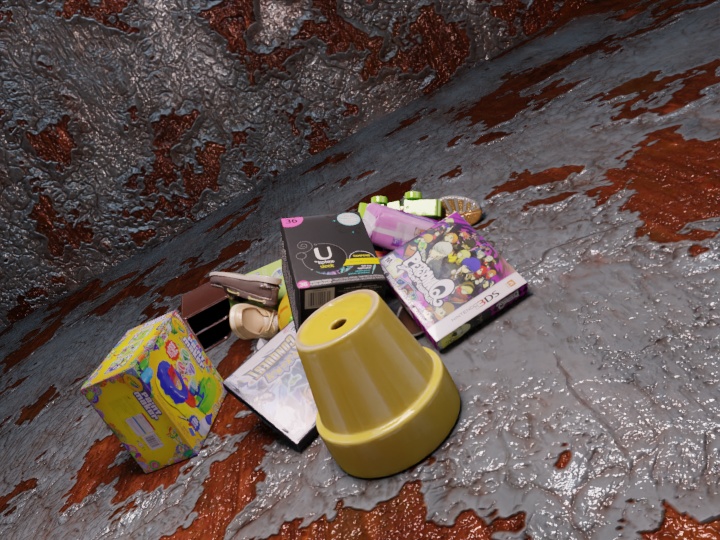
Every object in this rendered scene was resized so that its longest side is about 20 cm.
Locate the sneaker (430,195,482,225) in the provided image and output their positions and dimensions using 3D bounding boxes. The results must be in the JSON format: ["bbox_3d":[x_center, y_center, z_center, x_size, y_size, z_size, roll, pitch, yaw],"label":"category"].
[{"bbox_3d":[0.184,-0.129,1.415,0.198,0.077,0.087,-6,7,26],"label":"sneaker"}]

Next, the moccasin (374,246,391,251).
[{"bbox_3d":[0.071,-0.058,1.325,0.198,0.069,0.081,-11,-10,-7],"label":"moccasin"}]

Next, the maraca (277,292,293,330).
[{"bbox_3d":[-0.112,0.091,1.206,0.106,0.139,0.200,12,13,7],"label":"maraca"}]

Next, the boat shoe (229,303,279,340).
[{"bbox_3d":[-0.191,0.104,1.258,0.068,0.075,0.200,-9,-13,19],"label":"boat shoe"}]

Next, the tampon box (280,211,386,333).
[{"bbox_3d":[-0.053,0.008,1.081,0.148,0.127,0.201,-6,40,-13],"label":"tampon box"}]

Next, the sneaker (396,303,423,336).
[{"bbox_3d":[0.131,0.048,1.108,0.200,0.073,0.085,-46,-9,-21],"label":"sneaker"}]

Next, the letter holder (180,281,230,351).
[{"bbox_3d":[-0.368,0.101,1.577,0.141,0.101,0.200,-30,20,-7],"label":"letter holder"}]

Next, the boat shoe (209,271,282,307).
[{"bbox_3d":[-0.243,0.037,1.282,0.198,0.060,0.072,4,-3,36],"label":"boat shoe"}]

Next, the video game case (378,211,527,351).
[{"bbox_3d":[0.147,0.012,1.044,0.180,0.036,0.200,-31,52,-8],"label":"video game case"}]

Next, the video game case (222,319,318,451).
[{"bbox_3d":[-0.095,0.170,1.024,0.180,0.026,0.200,30,55,30],"label":"video game case"}]

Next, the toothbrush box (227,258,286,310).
[{"bbox_3d":[-0.174,0.041,1.380,0.198,0.087,0.145,-21,-16,20],"label":"toothbrush box"}]

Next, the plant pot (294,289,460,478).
[{"bbox_3d":[0.009,0.140,0.846,0.199,0.190,0.201,-26,21,11],"label":"plant pot"}]

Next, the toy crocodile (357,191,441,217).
[{"bbox_3d":[0.084,-0.132,1.382,0.198,0.068,0.062,-4,-9,19],"label":"toy crocodile"}]

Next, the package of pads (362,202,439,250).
[{"bbox_3d":[0.104,-0.072,1.232,0.198,0.076,0.121,14,14,-14],"label":"package of pads"}]

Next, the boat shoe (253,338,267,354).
[{"bbox_3d":[-0.172,0.180,1.167,0.069,0.073,0.199,-60,13,-2],"label":"boat shoe"}]

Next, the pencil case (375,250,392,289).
[{"bbox_3d":[0.000,0.000,1.273,0.198,0.089,0.089,1,32,26],"label":"pencil case"}]

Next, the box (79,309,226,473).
[{"bbox_3d":[-0.369,0.219,1.148,0.121,0.201,0.193,-23,22,16],"label":"box"}]
